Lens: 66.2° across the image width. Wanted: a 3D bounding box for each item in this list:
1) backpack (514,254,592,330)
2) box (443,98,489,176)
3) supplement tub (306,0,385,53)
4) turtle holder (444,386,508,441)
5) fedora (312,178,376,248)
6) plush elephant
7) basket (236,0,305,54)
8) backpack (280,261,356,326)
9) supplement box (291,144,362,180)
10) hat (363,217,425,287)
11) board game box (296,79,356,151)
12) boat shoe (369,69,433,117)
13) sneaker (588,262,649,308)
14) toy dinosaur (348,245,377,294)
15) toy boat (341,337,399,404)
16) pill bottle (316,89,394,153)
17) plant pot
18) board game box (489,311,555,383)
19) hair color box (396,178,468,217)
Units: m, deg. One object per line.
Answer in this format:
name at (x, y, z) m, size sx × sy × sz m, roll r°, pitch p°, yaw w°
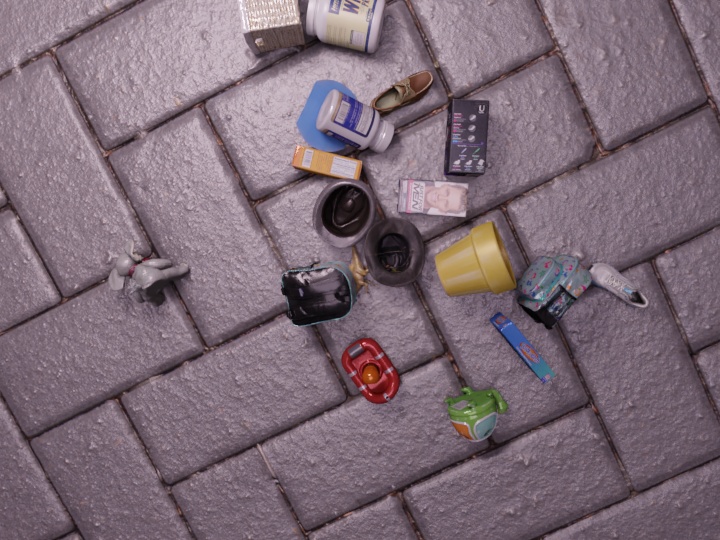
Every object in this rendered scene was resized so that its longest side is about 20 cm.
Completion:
backpack at (0.548, 0.043, 1.576) m, size 0.200 × 0.178 × 0.151 m, roll -43°, pitch 99°, yaw 2°
box at (0.298, -0.370, 1.560) m, size 0.105 × 0.122 × 0.202 m, roll 2°, pitch 97°, yaw 1°
supplement tub at (-0.040, -0.693, 1.520) m, size 0.198 × 0.145 × 0.146 m, roll 12°, pitch 97°, yaw 0°
turtle holder at (0.348, 0.425, 1.655) m, size 0.140 × 0.185 × 0.133 m, roll -12°, pitch 97°, yaw 35°
fedora at (-0.043, -0.174, 1.603) m, size 0.176 × 0.090 × 0.201 m, roll 25°, pitch 106°, yaw -4°
plush elephant at (-0.643, 0.004, 1.615) m, size 0.155 × 0.200 × 0.165 m, roll 45°, pitch 103°, yaw 15°
basket at (-0.248, -0.723, 1.499) m, size 0.160 × 0.198 × 0.202 m, roll -10°, pitch 96°, yaw -2°
backpack at (-0.110, 0.062, 1.602) m, size 0.199 × 0.153 × 0.177 m, roll -9°, pitch 97°, yaw 17°
supplement box at (-0.095, -0.307, 1.606) m, size 0.199 × 0.067 × 0.069 m, roll 16°, pitch 94°, yaw -1°
hat at (0.095, -0.052, 1.618) m, size 0.199 × 0.081 × 0.202 m, roll 0°, pitch 89°, yaw -9°
board game box at (-0.094, -0.444, 1.599) m, size 0.157 × 0.039 × 0.201 m, roll 25°, pitch 89°, yaw -22°
boat shoe at (0.119, -0.502, 1.573) m, size 0.199 × 0.074 × 0.076 m, roll -32°, pitch 95°, yaw 5°
sneaker at (0.761, 0.044, 1.616) m, size 0.199 × 0.087 × 0.075 m, roll 32°, pitch 98°, yaw -1°
toy dinosaur at (0.000, 0.000, 1.642) m, size 0.100 × 0.058 × 0.202 m, roll 0°, pitch 96°, yaw 3°
toy boat at (0.032, 0.307, 1.639) m, size 0.130 × 0.131 × 0.201 m, roll -35°, pitch 94°, yaw 5°
pill bottle at (-0.012, -0.410, 1.548) m, size 0.199 × 0.120 × 0.120 m, roll 21°, pitch 97°, yaw -22°
plant pot at (0.322, -0.016, 1.576) m, size 0.188 × 0.201 × 0.202 m, roll -20°, pitch 96°, yaw 20°
board game box at (0.468, 0.221, 1.609) m, size 0.045 × 0.152 × 0.200 m, roll -39°, pitch 95°, yaw 5°
hair color box at (0.209, -0.212, 1.612) m, size 0.198 × 0.061 × 0.101 m, roll 4°, pitch 97°, yaw 0°
